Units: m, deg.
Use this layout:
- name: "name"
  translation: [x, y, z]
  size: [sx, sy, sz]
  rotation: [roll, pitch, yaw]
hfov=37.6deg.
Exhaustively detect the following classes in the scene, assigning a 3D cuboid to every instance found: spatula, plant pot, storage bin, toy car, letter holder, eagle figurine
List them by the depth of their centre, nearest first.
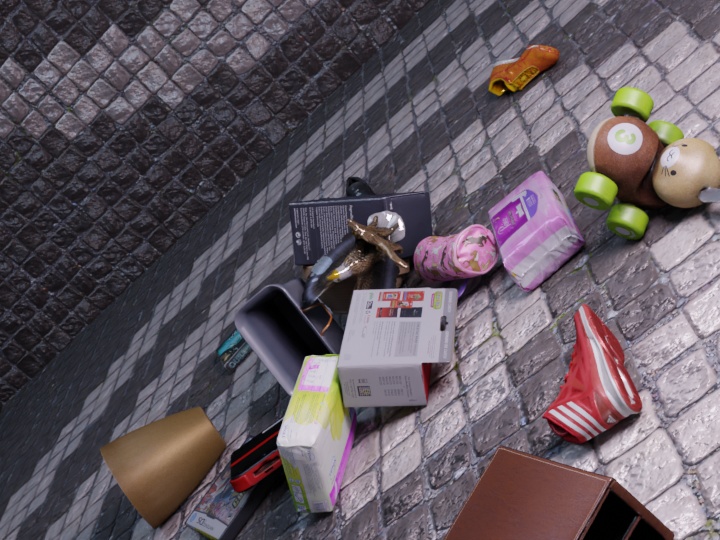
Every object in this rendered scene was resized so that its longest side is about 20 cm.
- name: "letter holder"
  translation: [0.191, 0.280, 1.081]
  size: [0.143, 0.100, 0.200]
  rotation: [-54, 20, -15]
- name: "toy car"
  translation: [0.412, -0.138, 1.388]
  size: [0.199, 0.157, 0.165]
  rotation: [9, 69, 53]
- name: "eagle figurine"
  translation: [-0.007, 0.001, 1.779]
  size: [0.201, 0.149, 0.153]
  rotation: [110, 156, -46]
- name: "spatula"
  translation: [0.115, 0.065, 1.780]
  size: [0.199, 0.021, 0.057]
  rotation: [-31, 19, 41]
- name: "storage bin"
  translation: [-0.105, 0.104, 1.911]
  size: [0.145, 0.200, 0.134]
  rotation: [-38, 2, 24]
- name: "plant pot"
  translation: [-0.007, 0.028, 1.940]
  size: [0.198, 0.094, 0.201]
  rotation: [-2, 4, 0]
- name: "plant pot"
  translation: [-0.363, 0.356, 2.021]
  size: [0.199, 0.187, 0.186]
  rotation: [-36, 18, -9]

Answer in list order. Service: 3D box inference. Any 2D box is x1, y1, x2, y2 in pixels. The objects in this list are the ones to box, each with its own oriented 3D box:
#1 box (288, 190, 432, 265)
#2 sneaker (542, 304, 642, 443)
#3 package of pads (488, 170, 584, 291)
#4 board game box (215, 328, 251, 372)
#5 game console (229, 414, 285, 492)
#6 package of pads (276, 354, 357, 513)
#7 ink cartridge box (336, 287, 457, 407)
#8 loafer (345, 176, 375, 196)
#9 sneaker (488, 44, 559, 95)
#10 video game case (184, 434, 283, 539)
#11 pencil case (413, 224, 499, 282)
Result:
- name: "box"
  translation: [0.004, -0.078, 1.927]
  size: [0.198, 0.119, 0.196]
  rotation: [-2, 6, 28]
- name: "sneaker"
  translation: [0.258, 0.127, 1.274]
  size: [0.115, 0.078, 0.200]
  rotation: [-38, 20, 19]
- name: "package of pads"
  translation: [0.267, -0.063, 1.628]
  size: [0.120, 0.076, 0.200]
  rotation: [-39, 20, 16]
- name: "board game box"
  translation: [-0.244, 0.133, 2.398]
  size: [0.200, 0.028, 0.135]
  rotation: [-48, 18, -3]
- name: "game console"
  translation: [-0.137, 0.291, 1.797]
  size: [0.199, 0.031, 0.177]
  rotation: [-35, 9, -1]
- name: "package of pads"
  translation: [-0.061, 0.241, 1.602]
  size: [0.067, 0.156, 0.201]
  rotation: [-1, 38, 15]
- name: "ink cartridge box"
  translation: [0.066, 0.116, 1.644]
  size: [0.174, 0.085, 0.201]
  rotation: [-3, 33, 11]
- name: "loafer"
  translation: [-0.001, -0.164, 2.405]
  size: [0.068, 0.070, 0.201]
  rotation: [-44, 19, 9]
- name: "sneaker"
  translation: [0.343, -0.412, 2.199]
  size: [0.200, 0.072, 0.078]
  rotation: [-21, 53, 59]
- name: "video game case"
  translation: [-0.212, 0.380, 1.848]
  size: [0.201, 0.025, 0.180]
  rotation: [-54, 20, -20]
- name: "pencil case"
  translation: [0.156, -0.026, 1.744]
  size: [0.200, 0.082, 0.087]
  rotation: [170, 113, -73]
